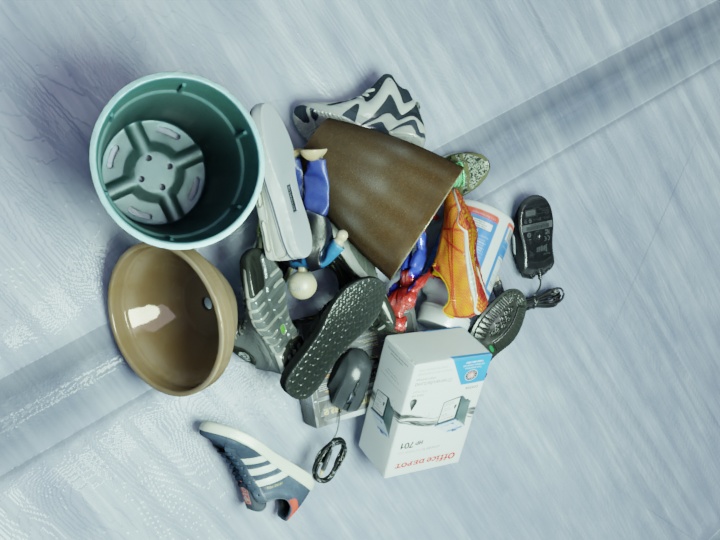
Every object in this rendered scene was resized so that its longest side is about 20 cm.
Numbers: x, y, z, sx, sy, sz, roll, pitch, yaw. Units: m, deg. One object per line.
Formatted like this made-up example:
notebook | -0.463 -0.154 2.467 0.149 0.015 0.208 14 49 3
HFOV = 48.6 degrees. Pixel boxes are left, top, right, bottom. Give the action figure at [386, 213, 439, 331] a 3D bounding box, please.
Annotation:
action figure | 0.078 0.002 1.214 0.052 0.065 0.201 39 55 -35

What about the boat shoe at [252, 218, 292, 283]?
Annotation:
boat shoe | -0.115 -0.067 1.143 0.072 0.060 0.204 13 85 -27

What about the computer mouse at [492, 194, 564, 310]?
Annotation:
computer mouse | 0.270 -0.022 1.361 0.139 0.046 0.202 -17 104 -22

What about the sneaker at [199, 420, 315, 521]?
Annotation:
sneaker | -0.155 0.286 1.121 0.200 0.075 0.085 38 70 -23

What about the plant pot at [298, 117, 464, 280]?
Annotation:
plant pot | 0.012 -0.119 1.119 0.199 0.187 0.188 33 75 2

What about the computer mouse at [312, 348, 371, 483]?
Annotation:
computer mouse | -0.026 0.211 1.157 0.058 0.034 0.202 17 84 -29

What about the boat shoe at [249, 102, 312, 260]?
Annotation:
boat shoe | -0.119 -0.109 1.016 0.071 0.069 0.202 -39 117 -64

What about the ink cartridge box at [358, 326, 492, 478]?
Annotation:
ink cartridge box | 0.094 0.194 1.184 0.145 0.086 0.202 -4 118 -32

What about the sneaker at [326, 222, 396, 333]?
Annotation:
sneaker | 0.000 0.000 1.173 0.079 0.074 0.201 -23 78 -39

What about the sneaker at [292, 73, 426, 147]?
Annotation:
sneaker | 0.003 -0.242 1.200 0.197 0.080 0.130 7 50 3

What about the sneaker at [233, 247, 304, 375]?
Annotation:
sneaker | -0.154 0.062 1.090 0.075 0.115 0.201 -46 129 -47

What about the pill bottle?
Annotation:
pill bottle | 0.160 -0.001 1.261 0.112 0.112 0.201 28 78 -25

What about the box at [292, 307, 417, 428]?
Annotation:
box | -0.001 0.135 1.214 0.199 0.048 0.160 -13 98 -27

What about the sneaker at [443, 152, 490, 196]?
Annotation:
sneaker | 0.135 -0.143 1.257 0.199 0.088 0.078 -19 99 -26

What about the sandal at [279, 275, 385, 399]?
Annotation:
sandal | -0.045 0.082 1.091 0.201 0.048 0.075 -50 130 -7

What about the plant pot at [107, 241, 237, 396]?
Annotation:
plant pot | -0.226 0.052 1.036 0.093 0.200 0.203 -24 103 -55

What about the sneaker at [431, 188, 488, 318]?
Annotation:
sneaker | 0.136 -0.028 1.179 0.073 0.077 0.202 34 49 -58

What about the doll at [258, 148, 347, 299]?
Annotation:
doll | -0.081 -0.061 1.070 0.048 0.135 0.202 -23 114 -62

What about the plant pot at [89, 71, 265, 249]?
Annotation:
plant pot | -0.241 -0.129 0.994 0.199 0.196 0.202 -1 93 -23

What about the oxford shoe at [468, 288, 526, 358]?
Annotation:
oxford shoe | 0.193 0.110 1.294 0.073 0.084 0.201 38 89 -14
